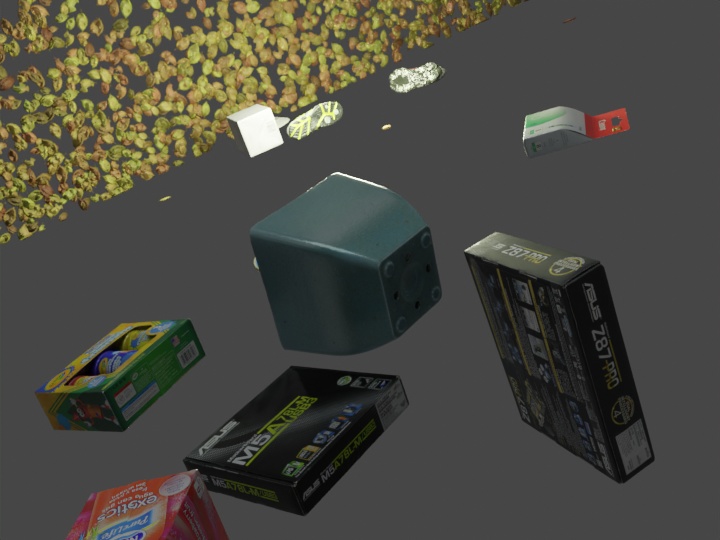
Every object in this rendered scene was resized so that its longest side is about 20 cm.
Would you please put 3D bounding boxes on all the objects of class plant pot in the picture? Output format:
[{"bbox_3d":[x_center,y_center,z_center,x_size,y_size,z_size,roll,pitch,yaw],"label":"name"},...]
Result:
[{"bbox_3d":[0.000,0.000,1.181,0.198,0.200,0.195,11,36,40],"label":"plant pot"}]

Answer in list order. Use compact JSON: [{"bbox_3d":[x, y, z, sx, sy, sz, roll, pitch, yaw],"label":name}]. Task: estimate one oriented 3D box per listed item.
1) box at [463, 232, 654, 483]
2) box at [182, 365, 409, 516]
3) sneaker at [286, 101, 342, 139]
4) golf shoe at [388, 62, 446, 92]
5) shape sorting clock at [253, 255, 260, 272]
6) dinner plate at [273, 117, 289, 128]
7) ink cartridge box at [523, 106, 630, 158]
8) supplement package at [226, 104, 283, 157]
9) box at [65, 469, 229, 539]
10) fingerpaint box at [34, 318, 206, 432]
[{"bbox_3d":[0.179,0.075,0.780,0.049,0.203,0.161,-28,20,-18],"label":"box"},{"bbox_3d":[-0.073,0.185,0.977,0.191,0.048,0.199,2,30,42],"label":"box"},{"bbox_3d":[-0.149,-0.480,2.685,0.197,0.077,0.076,-26,21,-16],"label":"sneaker"},{"bbox_3d":[0.182,-0.612,2.719,0.197,0.079,0.087,0,8,39],"label":"golf shoe"},{"bbox_3d":[-0.112,-0.051,1.620,0.197,0.040,0.201,-19,20,7],"label":"shape sorting clock"},{"bbox_3d":[-0.347,-0.512,3.040,0.197,0.025,0.201,-19,19,7],"label":"dinner plate"},{"bbox_3d":[0.423,-0.291,1.681,0.197,0.051,0.161,-16,21,20],"label":"ink cartridge box"},{"bbox_3d":[-0.343,-0.455,2.745,0.118,0.123,0.200,-26,21,-12],"label":"supplement package"},{"bbox_3d":[-0.136,0.262,0.621,0.094,0.203,0.100,-15,21,11],"label":"box"},{"bbox_3d":[-0.365,0.156,1.301,0.164,0.074,0.200,-6,25,35],"label":"fingerpaint box"}]
